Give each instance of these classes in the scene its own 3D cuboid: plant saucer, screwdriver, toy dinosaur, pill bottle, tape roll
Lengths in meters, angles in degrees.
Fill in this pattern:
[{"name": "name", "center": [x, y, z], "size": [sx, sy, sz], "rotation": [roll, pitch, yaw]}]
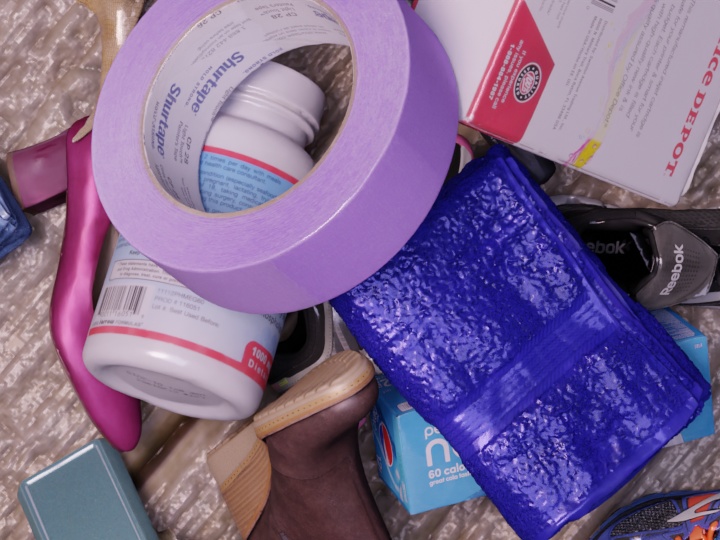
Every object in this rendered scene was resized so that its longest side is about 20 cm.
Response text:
[{"name": "plant saucer", "center": [-0.147, 0.182, 1.549], "size": [0.070, 0.200, 0.019], "rotation": [-29, 139, -1]}, {"name": "screwdriver", "center": [0.053, -0.132, 1.590], "size": [0.028, 0.029, 0.200], "rotation": [-38, 99, 1]}, {"name": "toy dinosaur", "center": [-0.138, -0.180, 1.580], "size": [0.101, 0.058, 0.201], "rotation": [-8, 86, 13]}, {"name": "pill bottle", "center": [-0.086, -0.021, 1.540], "size": [0.108, 0.109, 0.201], "rotation": [17, 74, -3]}, {"name": "tape roll", "center": [-0.048, -0.080, 1.439], "size": [0.199, 0.066, 0.201], "rotation": [-12, 63, 24]}]

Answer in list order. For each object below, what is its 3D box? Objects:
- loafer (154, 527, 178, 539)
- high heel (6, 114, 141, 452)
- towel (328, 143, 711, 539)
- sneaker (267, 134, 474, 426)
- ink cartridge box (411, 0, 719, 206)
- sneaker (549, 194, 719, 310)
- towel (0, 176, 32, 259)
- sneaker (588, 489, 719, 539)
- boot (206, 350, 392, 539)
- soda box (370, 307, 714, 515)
[{"name": "loafer", "center": [-0.089, 0.243, 1.604], "size": [0.069, 0.075, 0.201], "rotation": [-24, 97, -14]}, {"name": "high heel", "center": [-0.143, 0.005, 1.576], "size": [0.096, 0.067, 0.201], "rotation": [-18, 91, 10]}, {"name": "towel", "center": [0.094, 0.041, 1.499], "size": [0.148, 0.050, 0.200], "rotation": [-41, 90, -17]}, {"name": "sneaker", "center": [0.000, 0.000, 1.579], "size": [0.087, 0.074, 0.201], "rotation": [26, 98, -9]}, {"name": "ink cartridge box", "center": [0.126, -0.136, 1.514], "size": [0.200, 0.085, 0.148], "rotation": [19, 95, -47]}, {"name": "sneaker", "center": [0.195, -0.005, 1.574], "size": [0.199, 0.091, 0.067], "rotation": [5, 101, -1]}, {"name": "towel", "center": [-0.294, -0.073, 1.560], "size": [0.112, 0.049, 0.200], "rotation": [-38, 86, 15]}, {"name": "sneaker", "center": [0.221, 0.165, 1.596], "size": [0.199, 0.078, 0.076], "rotation": [-23, 94, 0]}, {"name": "boot", "center": [-0.001, 0.143, 1.540], "size": [0.072, 0.200, 0.167], "rotation": [-38, 89, -33]}, {"name": "soda box", "center": [0.109, 0.082, 1.565], "size": [0.199, 0.064, 0.068], "rotation": [-13, 112, -14]}]
